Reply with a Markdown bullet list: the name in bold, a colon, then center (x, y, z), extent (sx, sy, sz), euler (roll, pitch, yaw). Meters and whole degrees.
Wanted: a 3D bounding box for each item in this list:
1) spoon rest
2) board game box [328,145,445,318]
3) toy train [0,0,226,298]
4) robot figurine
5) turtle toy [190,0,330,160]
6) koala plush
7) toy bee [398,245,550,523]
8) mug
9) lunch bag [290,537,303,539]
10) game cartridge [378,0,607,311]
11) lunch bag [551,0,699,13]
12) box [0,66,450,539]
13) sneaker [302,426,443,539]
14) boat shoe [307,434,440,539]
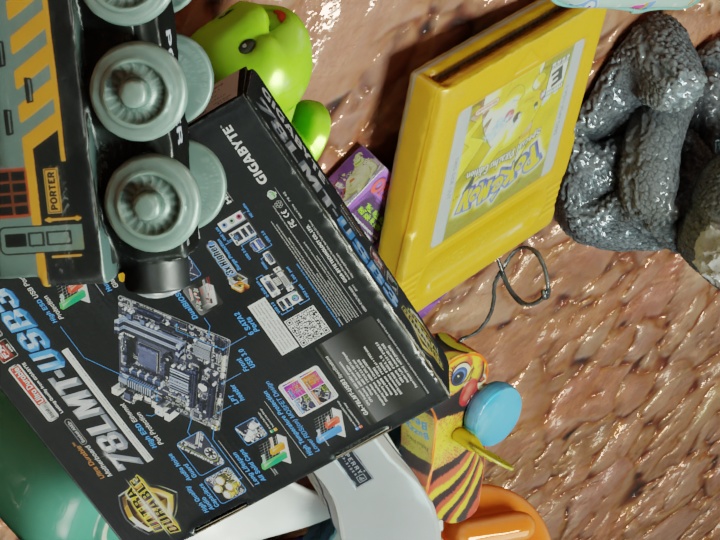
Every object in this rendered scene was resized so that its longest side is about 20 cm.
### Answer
- **spoon rest**: center (-0.066, 0.158, 1.543), extent (0.200, 0.061, 0.099), euler (-20, 150, -41)
- **board game box**: center (0.000, 0.000, 1.460), extent (0.120, 0.032, 0.200), euler (-42, 153, 2)
- **toy train**: center (-0.129, -0.083, 1.022), extent (0.085, 0.114, 0.200), euler (-57, 143, -76)
- **robot figurine**: center (0.079, 0.229, 1.725), extent (0.117, 0.144, 0.200), euler (-49, -173, -16)
- **turtle toy**: center (-0.080, -0.054, 1.185), extent (0.101, 0.146, 0.200), euler (17, 116, -36)
- **koala plush**: center (0.254, -0.048, 1.553), extent (0.177, 0.200, 0.184), euler (3, 127, -55)
- **toy bee**: center (0.052, 0.084, 1.530), extent (0.109, 0.131, 0.200), euler (-6, 97, -43)
- **mug**: center (-0.158, 0.114, 1.306), extent (0.152, 0.114, 0.185), euler (0, 129, -53)
- **lunch bag**: center (-0.066, 0.272, 1.603), extent (0.094, 0.151, 0.200), euler (-51, 152, 11)
- **game cartridge**: center (0.084, -0.076, 1.430), extent (0.176, 0.032, 0.200), euler (-33, 145, -38)
- **lunch bag**: center (0.180, -0.240, 1.328), extent (0.200, 0.077, 0.160), euler (-8, 134, -49)
- **box**: center (-0.087, 0.028, 1.131), extent (0.198, 0.050, 0.200), euler (-30, 111, 15)
- **sneaker**: center (0.030, 0.172, 1.629), extent (0.200, 0.081, 0.077), euler (-55, -166, -11)
- **boat shoe**: center (-0.007, 0.134, 1.519), extent (0.072, 0.066, 0.200), euler (-31, 122, 7)
